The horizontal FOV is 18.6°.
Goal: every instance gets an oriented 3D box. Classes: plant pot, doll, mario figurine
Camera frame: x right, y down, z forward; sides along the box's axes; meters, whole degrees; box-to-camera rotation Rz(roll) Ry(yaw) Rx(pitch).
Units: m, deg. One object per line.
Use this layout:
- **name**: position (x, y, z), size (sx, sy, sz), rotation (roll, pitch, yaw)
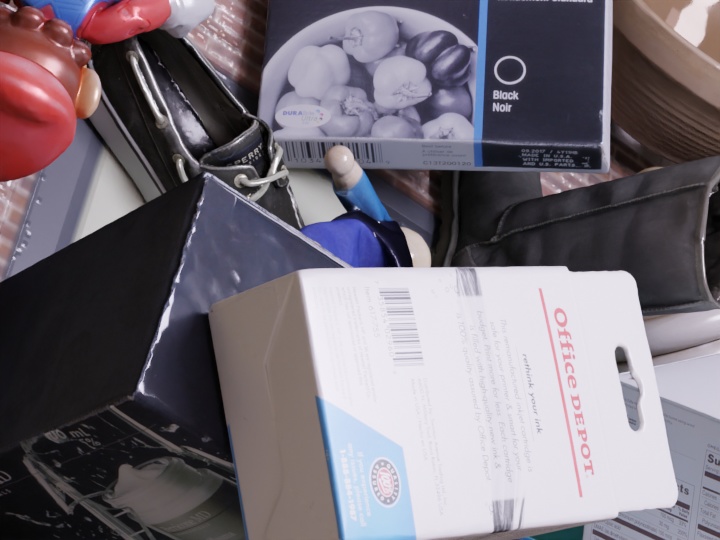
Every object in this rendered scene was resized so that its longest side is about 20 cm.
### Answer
- **plant pot**: position (0.217, -0.133, 1.432), size (0.200, 0.093, 0.201), rotation (25, 31, -16)
- **doll**: position (0.000, 0.000, 1.186), size (0.200, 0.048, 0.137), rotation (-18, 91, -71)
- **mario figurine**: position (-0.156, -0.137, 1.114), size (0.106, 0.123, 0.201), rotation (39, 73, -56)

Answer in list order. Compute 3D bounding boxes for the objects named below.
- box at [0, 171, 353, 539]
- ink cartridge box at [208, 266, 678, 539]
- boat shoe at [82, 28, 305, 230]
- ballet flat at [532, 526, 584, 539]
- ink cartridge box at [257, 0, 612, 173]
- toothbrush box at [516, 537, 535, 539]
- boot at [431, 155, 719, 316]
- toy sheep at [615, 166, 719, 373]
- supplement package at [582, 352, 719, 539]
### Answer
- **box**: position (-0.069, 0.077, 1.037), size (0.196, 0.200, 0.124), rotation (35, 54, -26)
- **ink cartridge box**: position (0.040, 0.061, 0.953), size (0.200, 0.068, 0.116), rotation (0, 75, -40)
- **boat shoe**: position (-0.076, -0.051, 1.179), size (0.200, 0.064, 0.071), rotation (51, 46, -13)
- **ballet flat**: position (0.131, 0.170, 1.283), size (0.070, 0.067, 0.201), rotation (7, 66, -66)
- **ink cartridge box**: position (0.046, -0.152, 1.265), size (0.197, 0.043, 0.201), rotation (1, 64, 5)
- **toothbrush box**: position (0.099, 0.189, 1.130), size (0.200, 0.146, 0.086), rotation (31, 81, -52)
- **boot**: position (0.134, -0.039, 1.266), size (0.072, 0.200, 0.182), rotation (29, 56, -34)
- **toy sheep**: position (0.201, 0.034, 1.348), size (0.138, 0.138, 0.201), rotation (-17, 89, -44)
- **supplement package**: position (0.250, 0.116, 1.223), size (0.200, 0.156, 0.111), rotation (-9, 110, -41)
